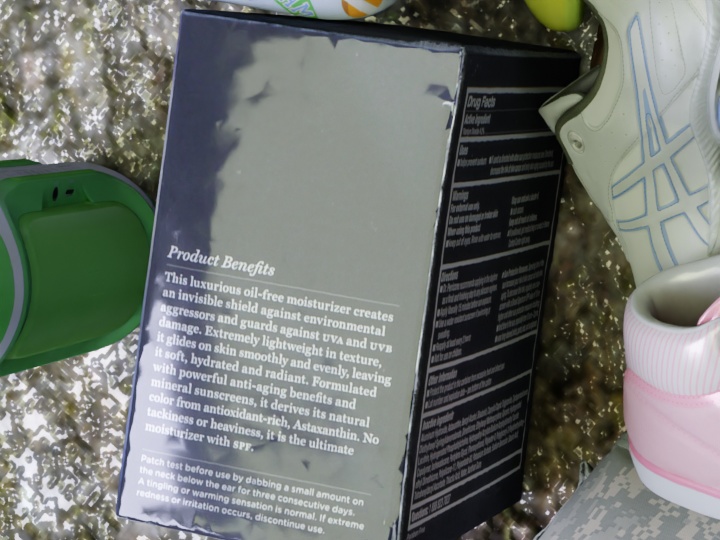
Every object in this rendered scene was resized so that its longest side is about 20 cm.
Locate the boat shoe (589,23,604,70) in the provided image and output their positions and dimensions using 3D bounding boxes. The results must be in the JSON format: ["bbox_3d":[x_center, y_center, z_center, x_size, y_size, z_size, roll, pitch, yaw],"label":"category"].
[{"bbox_3d":[0.152,-0.149,1.100,0.072,0.072,0.201,17,120,-1],"label":"boat shoe"}]

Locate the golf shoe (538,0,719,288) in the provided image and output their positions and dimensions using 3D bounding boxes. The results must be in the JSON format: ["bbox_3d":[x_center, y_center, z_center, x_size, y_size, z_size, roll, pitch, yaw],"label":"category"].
[{"bbox_3d":[0.119,-0.044,1.108,0.097,0.078,0.201,13,122,12],"label":"golf shoe"}]

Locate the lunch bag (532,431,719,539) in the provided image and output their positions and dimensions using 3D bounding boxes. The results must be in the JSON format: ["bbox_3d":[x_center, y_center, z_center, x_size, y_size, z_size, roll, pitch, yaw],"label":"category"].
[{"bbox_3d":[0.128,0.172,1.097,0.200,0.118,0.164,31,73,41],"label":"lunch bag"}]

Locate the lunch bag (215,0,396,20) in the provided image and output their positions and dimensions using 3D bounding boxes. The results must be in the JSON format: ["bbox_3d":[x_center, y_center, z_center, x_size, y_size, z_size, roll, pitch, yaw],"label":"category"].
[{"bbox_3d":[-0.056,-0.165,1.066,0.199,0.161,0.076,9,128,16],"label":"lunch bag"}]

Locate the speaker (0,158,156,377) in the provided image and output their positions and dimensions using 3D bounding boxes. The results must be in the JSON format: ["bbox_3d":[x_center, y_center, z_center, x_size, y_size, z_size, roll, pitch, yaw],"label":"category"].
[{"bbox_3d":[-0.147,-0.001,1.151,0.088,0.200,0.089,1,95,17],"label":"speaker"}]

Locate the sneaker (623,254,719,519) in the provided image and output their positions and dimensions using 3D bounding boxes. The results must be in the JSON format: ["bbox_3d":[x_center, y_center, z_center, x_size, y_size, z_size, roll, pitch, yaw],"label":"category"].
[{"bbox_3d":[0.180,0.051,1.028,0.199,0.075,0.105,15,132,37],"label":"sneaker"}]

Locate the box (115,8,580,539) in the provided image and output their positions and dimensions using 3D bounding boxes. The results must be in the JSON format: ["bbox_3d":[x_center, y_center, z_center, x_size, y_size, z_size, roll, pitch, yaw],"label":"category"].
[{"bbox_3d":[0.000,0.000,1.108,0.123,0.200,0.200,10,96,16],"label":"box"}]

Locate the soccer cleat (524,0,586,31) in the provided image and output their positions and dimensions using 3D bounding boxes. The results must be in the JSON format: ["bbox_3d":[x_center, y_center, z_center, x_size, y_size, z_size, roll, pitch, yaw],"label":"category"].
[{"bbox_3d":[0.056,-0.195,1.141,0.083,0.065,0.201,-9,86,4],"label":"soccer cleat"}]
